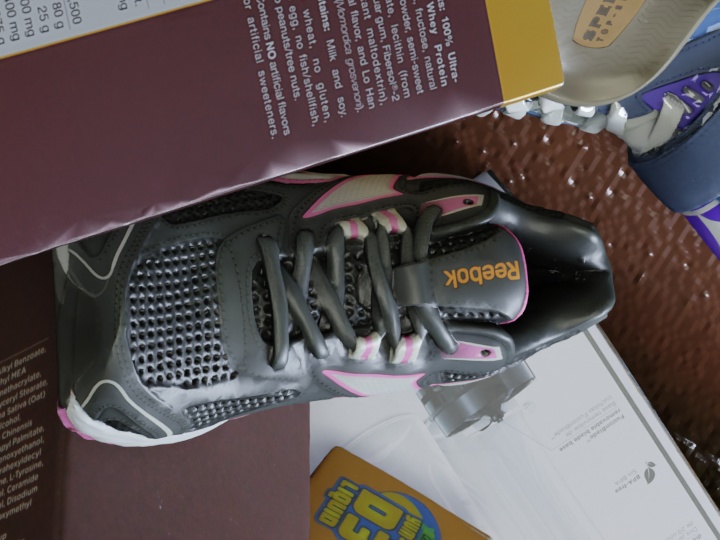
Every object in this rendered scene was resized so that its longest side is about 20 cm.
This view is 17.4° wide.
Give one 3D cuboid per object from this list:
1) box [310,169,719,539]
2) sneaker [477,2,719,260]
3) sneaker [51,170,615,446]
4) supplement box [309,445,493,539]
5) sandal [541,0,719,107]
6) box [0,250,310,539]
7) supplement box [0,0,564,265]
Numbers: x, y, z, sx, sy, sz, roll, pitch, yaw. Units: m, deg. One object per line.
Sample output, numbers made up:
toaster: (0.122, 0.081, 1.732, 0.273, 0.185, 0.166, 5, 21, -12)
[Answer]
box: (0.054, 0.082, 0.804, 0.116, 0.060, 0.201, -35, 102, 2)
sneaker: (0.082, -0.053, 0.766, 0.199, 0.081, 0.147, -24, 97, -7)
sneaker: (0.000, 0.000, 0.652, 0.086, 0.199, 0.081, -4, 96, 38)
supplement box: (-0.032, 0.157, 0.771, 0.069, 0.067, 0.201, 33, 119, 4)
sandal: (0.090, -0.106, 0.641, 0.080, 0.054, 0.201, 9, 139, -13)
box: (-0.070, 0.092, 0.663, 0.075, 0.201, 0.100, -26, 143, 36)
supplement box: (-0.089, -0.092, 0.617, 0.199, 0.197, 0.134, -18, 105, -26)
